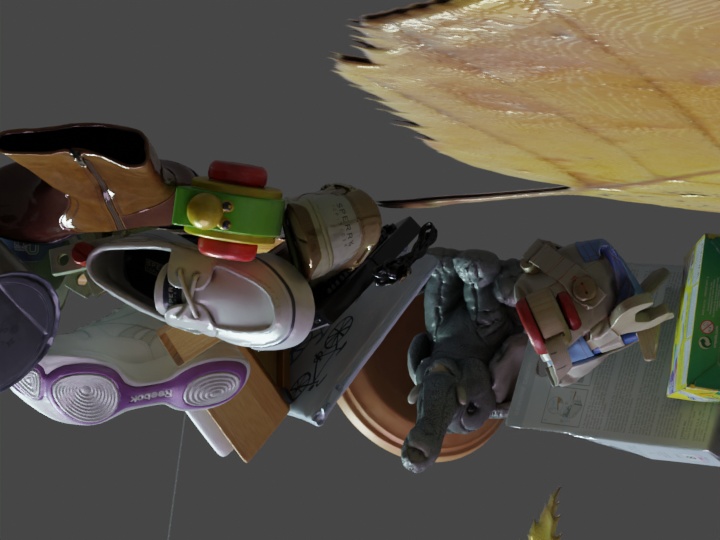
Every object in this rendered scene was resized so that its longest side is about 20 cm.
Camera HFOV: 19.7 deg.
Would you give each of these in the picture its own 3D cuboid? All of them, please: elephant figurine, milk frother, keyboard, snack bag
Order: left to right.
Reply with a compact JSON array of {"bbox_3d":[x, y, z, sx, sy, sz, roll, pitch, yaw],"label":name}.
[{"bbox_3d":[-0.363,0.037,1.573,0.180,0.201,0.188,-2,-146,-44],"label":"milk frother"},{"bbox_3d":[-0.014,0.054,1.835,0.021,0.189,0.200,41,167,-17],"label":"snack bag"},{"bbox_3d":[0.000,0.000,1.558,0.127,0.021,0.200,-22,-167,28],"label":"keyboard"},{"bbox_3d":[0.092,0.085,1.863,0.155,0.201,0.141,8,174,-23],"label":"elephant figurine"}]

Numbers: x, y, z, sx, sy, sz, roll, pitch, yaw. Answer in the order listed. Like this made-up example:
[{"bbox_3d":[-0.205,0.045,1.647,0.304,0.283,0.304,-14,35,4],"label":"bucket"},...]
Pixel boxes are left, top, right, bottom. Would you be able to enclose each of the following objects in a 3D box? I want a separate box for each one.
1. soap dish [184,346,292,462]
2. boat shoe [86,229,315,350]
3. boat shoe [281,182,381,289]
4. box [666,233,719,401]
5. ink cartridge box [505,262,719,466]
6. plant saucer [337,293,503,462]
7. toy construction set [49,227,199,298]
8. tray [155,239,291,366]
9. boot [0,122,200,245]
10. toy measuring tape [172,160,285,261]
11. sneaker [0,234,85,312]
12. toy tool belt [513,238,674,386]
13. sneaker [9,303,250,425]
[{"bbox_3d":[-0.125,0.054,1.829,0.081,0.158,0.200,-29,-157,11],"label":"soap dish"},{"bbox_3d":[-0.119,0.012,1.492,0.200,0.072,0.066,23,-159,40],"label":"boat shoe"},{"bbox_3d":[-0.020,-0.026,1.510,0.066,0.074,0.200,-16,-176,-5],"label":"boat shoe"},{"bbox_3d":[0.267,0.041,1.586,0.048,0.118,0.200,8,176,3],"label":"box"},{"bbox_3d":[0.235,0.074,1.742,0.199,0.163,0.057,2,157,42],"label":"ink cartridge box"},{"bbox_3d":[0.062,0.080,1.959,0.199,0.201,0.037,10,156,-23],"label":"plant saucer"},{"bbox_3d":[-0.168,-0.027,1.680,0.131,0.093,0.200,6,-174,15],"label":"toy construction set"},{"bbox_3d":[-0.083,0.013,1.638,0.098,0.037,0.200,-32,-176,19],"label":"tray"},{"bbox_3d":[-0.213,-0.060,1.440,0.187,0.069,0.200,7,174,11],"label":"boot"},{"bbox_3d":[-0.080,-0.043,1.475,0.073,0.074,0.200,7,-176,10],"label":"toy measuring tape"},{"bbox_3d":[-0.262,-0.043,1.706,0.067,0.090,0.200,0,-154,-3],"label":"sneaker"},{"bbox_3d":[0.188,0.021,1.634,0.123,0.125,0.200,-25,174,6],"label":"toy tool belt"},{"bbox_3d":[-0.193,0.068,1.652,0.199,0.075,0.100,0,-138,-27],"label":"sneaker"}]
